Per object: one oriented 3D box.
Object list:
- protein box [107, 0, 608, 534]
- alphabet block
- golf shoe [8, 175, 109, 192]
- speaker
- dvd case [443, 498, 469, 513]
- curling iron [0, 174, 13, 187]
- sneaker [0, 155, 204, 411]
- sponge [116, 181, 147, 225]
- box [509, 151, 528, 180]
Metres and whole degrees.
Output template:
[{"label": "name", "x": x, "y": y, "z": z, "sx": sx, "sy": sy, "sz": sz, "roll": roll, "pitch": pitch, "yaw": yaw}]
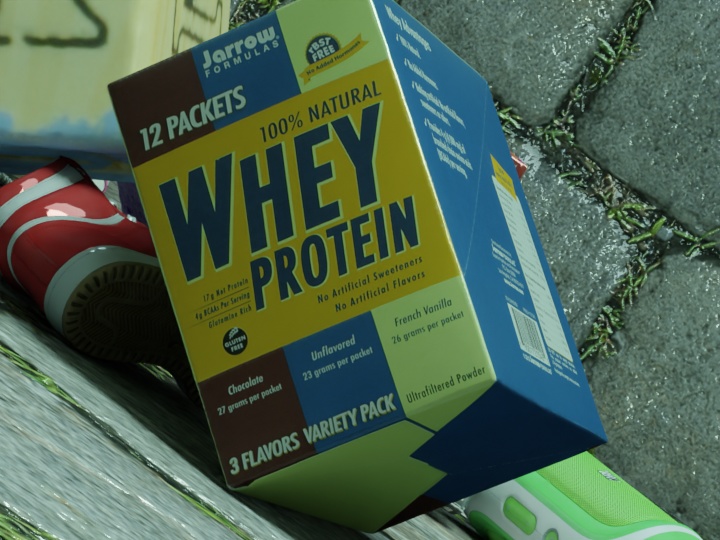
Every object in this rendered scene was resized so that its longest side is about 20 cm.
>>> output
[{"label": "protein box", "x": 0.003, "y": -0.001, "z": 1.420, "sx": 0.198, "sy": 0.134, "sz": 0.201, "roll": 30, "pitch": 40, "yaw": -68}, {"label": "alphabet block", "x": -0.176, "y": -0.156, "z": 1.580, "sx": 0.194, "sy": 0.201, "sz": 0.196, "roll": 5, "pitch": -3, "yaw": 8}, {"label": "golf shoe", "x": -0.190, "y": -0.077, "z": 1.931, "sx": 0.072, "sy": 0.092, "sz": 0.200, "roll": 35, "pitch": 4, "yaw": -5}, {"label": "speaker", "x": 0.134, "y": 0.157, "z": 1.786, "sx": 0.088, "sy": 0.089, "sz": 0.200, "roll": 33, "pitch": 2, "yaw": -33}, {"label": "dvd case", "x": 0.010, "y": 0.031, "z": 1.782, "sx": 0.200, "sy": 0.146, "sz": 0.022, "roll": 33, "pitch": -21, "yaw": -14}, {"label": "curling iron", "x": -0.272, "y": -0.090, "z": 1.809, "sx": 0.200, "sy": 0.026, "sz": 0.050, "roll": 36, "pitch": 0, "yaw": 41}, {"label": "sneaker", "x": -0.113, "y": 0.006, "z": 1.520, "sx": 0.112, "sy": 0.071, "sz": 0.200, "roll": 40, "pitch": 7, "yaw": 34}, {"label": "sponge", "x": -0.141, "y": -0.086, "z": 2.033, "sx": 0.112, "sy": 0.030, "sz": 0.201, "roll": -139, "pitch": -143, "yaw": -58}, {"label": "box", "x": 0.000, "y": 0.000, "z": 1.641, "sx": 0.095, "sy": 0.200, "sz": 0.100, "roll": 33, "pitch": 2, "yaw": -1}]
